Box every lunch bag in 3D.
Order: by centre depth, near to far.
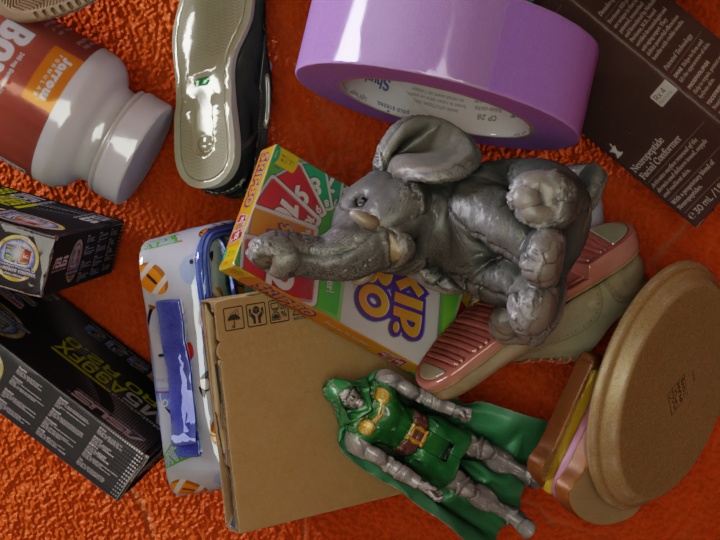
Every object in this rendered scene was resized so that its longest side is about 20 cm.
[{"bbox_3d":[-0.102,0.066,1.309,0.075,0.160,0.202,-7,94,16],"label":"lunch bag"}]

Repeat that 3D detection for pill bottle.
[{"bbox_3d":[-0.246,-0.134,1.337,0.199,0.112,0.113,29,96,3],"label":"pill bottle"}]

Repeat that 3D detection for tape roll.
[{"bbox_3d":[0.059,-0.140,1.209,0.198,0.200,0.066,14,85,5],"label":"tape roll"}]

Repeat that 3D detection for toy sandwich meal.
[{"bbox_3d":[0.199,0.085,1.294,0.070,0.204,0.207,18,96,36],"label":"toy sandwich meal"}]

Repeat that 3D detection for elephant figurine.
[{"bbox_3d":[0.048,-0.037,1.205,0.198,0.155,0.143,14,86,16],"label":"elephant figurine"}]

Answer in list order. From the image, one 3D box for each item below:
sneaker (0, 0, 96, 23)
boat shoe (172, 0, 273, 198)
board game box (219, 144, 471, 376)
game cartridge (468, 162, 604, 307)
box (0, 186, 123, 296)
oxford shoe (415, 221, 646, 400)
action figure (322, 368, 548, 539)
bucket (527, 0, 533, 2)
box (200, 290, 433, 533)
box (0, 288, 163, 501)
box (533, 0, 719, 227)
[{"bbox_3d":[-0.180,-0.246,1.322,0.199,0.109,0.070,-33,94,4],"label":"sneaker"},{"bbox_3d":[-0.099,-0.155,1.351,0.071,0.067,0.202,-2,80,31],"label":"boat shoe"},{"bbox_3d":[0.000,0.000,1.266,0.199,0.030,0.096,30,66,-28],"label":"board game box"},{"bbox_3d":[0.088,-0.006,1.351,0.198,0.040,0.135,-6,97,6],"label":"game cartridge"},{"bbox_3d":[-0.273,-0.032,1.295,0.159,0.200,0.045,15,96,5],"label":"box"},{"bbox_3d":[0.130,0.045,1.278,0.199,0.071,0.074,-32,114,-16],"label":"oxford shoe"},{"bbox_3d":[0.052,0.127,1.283,0.199,0.055,0.119,30,78,-26],"label":"action figure"},{"bbox_3d":[0.057,-0.273,1.243,0.134,0.207,0.209,13,96,-29],"label":"bucket"},{"bbox_3d":[-0.016,0.089,1.280,0.199,0.021,0.165,-9,95,-34],"label":"box"},{"bbox_3d":[-0.224,0.075,1.323,0.199,0.160,0.044,37,102,3],"label":"box"},{"bbox_3d":[0.205,-0.137,1.289,0.200,0.100,0.075,40,54,3],"label":"box"}]
